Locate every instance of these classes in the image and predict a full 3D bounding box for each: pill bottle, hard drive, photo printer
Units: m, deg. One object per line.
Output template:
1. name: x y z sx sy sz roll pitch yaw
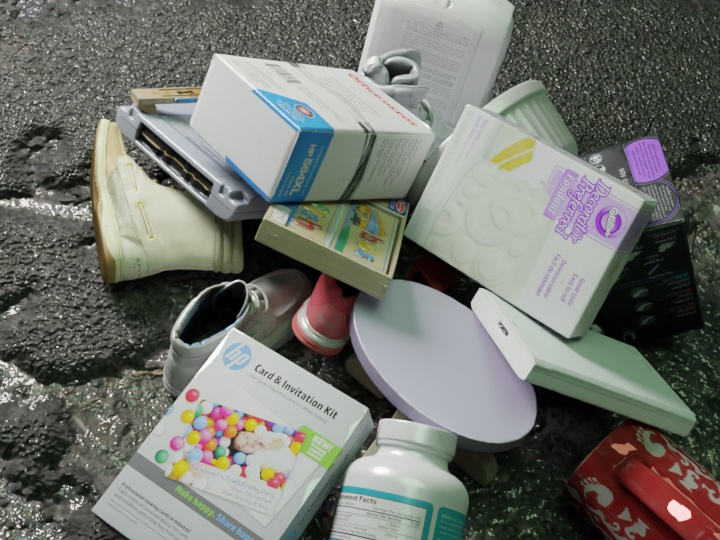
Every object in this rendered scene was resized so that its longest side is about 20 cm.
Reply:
1. pill bottle: 0.028 0.230 0.860 0.110 0.111 0.202 15 74 -3
2. hard drive: 0.209 0.086 0.981 0.198 0.026 0.132 20 21 -26
3. photo printer: 0.087 -0.264 1.235 0.165 0.201 0.070 19 51 2

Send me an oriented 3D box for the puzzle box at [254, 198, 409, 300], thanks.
1. puzzle box: -0.021 -0.049 1.022 0.132 0.026 0.200 25 25 -5

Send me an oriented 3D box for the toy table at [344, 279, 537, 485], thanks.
1. toy table: 0.067 0.113 0.994 0.183 0.118 0.200 -27 64 -31

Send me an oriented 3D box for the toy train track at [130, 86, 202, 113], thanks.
1. toy train track: -0.153 -0.182 1.134 0.198 0.033 0.115 -8 39 -32

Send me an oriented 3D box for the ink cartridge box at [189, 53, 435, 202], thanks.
1. ink cartridge box: -0.045 -0.141 1.043 0.199 0.085 0.146 -4 38 -47

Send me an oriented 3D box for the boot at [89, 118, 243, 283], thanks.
1. boot: -0.206 -0.076 1.101 0.153 0.072 0.202 -3 55 -18

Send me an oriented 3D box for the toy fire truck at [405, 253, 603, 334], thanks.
1. toy fire truck: 0.153 0.051 1.087 0.200 0.049 0.141 44 42 18

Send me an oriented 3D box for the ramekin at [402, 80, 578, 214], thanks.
1. ramekin: 0.150 -0.106 1.140 0.202 0.203 0.094 -34 78 -33

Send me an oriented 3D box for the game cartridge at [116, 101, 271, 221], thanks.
1. game cartridge: -0.151 -0.118 1.100 0.200 0.041 0.133 40 31 28

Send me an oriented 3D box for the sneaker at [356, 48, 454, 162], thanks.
1. sneaker: 0.064 -0.183 1.201 0.198 0.115 0.076 13 49 -27

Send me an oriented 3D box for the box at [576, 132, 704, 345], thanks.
1. box: 0.287 -0.026 1.091 0.105 0.200 0.123 -15 51 15

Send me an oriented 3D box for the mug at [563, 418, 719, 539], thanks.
1. mug: 0.297 0.226 0.936 0.133 0.178 0.200 -29 60 -27

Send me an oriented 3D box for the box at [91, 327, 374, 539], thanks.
1. box: -0.106 0.168 0.883 0.155 0.041 0.201 28 66 24

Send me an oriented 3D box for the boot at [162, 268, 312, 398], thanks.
1. boot: -0.111 0.042 1.016 0.073 0.096 0.200 35 52 14

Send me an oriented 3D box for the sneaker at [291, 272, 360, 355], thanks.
1. sneaker: 0.000 0.000 1.067 0.073 0.087 0.201 31 41 -6

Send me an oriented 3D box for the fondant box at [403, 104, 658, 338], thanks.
1. fondant box: 0.159 -0.049 0.992 0.199 0.145 0.058 33 15 24
